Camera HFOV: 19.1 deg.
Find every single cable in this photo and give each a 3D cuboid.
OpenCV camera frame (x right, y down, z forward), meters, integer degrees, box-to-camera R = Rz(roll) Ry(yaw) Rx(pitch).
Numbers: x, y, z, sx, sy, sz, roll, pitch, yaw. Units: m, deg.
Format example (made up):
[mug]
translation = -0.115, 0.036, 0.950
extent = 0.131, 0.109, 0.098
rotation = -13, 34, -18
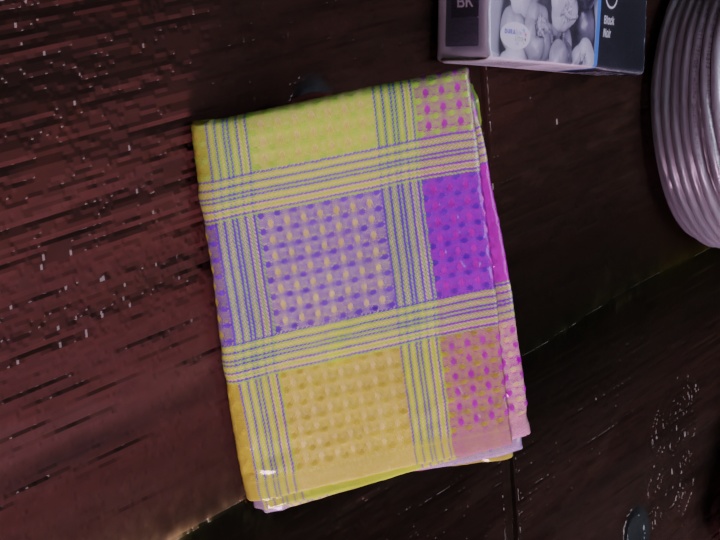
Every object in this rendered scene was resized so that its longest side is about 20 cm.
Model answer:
[cable]
translation = 0.261, -0.113, 1.443
extent = 0.200, 0.069, 0.200
rotation = 10, 83, -57

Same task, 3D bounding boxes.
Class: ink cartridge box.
[ink cartridge box]
translation = 0.107, -0.214, 1.218
extent = 0.198, 0.043, 0.200
rotation = -5, 95, -57

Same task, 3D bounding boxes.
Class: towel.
[towel]
translation = 0.000, 0.013, 1.009
extent = 0.023, 0.143, 0.200
rotation = -132, -149, -70

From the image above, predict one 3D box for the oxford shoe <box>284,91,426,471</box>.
[oxford shoe]
translation = 0.000, 0.000, 1.063
extent = 0.075, 0.070, 0.200
rotation = -88, 163, -69
